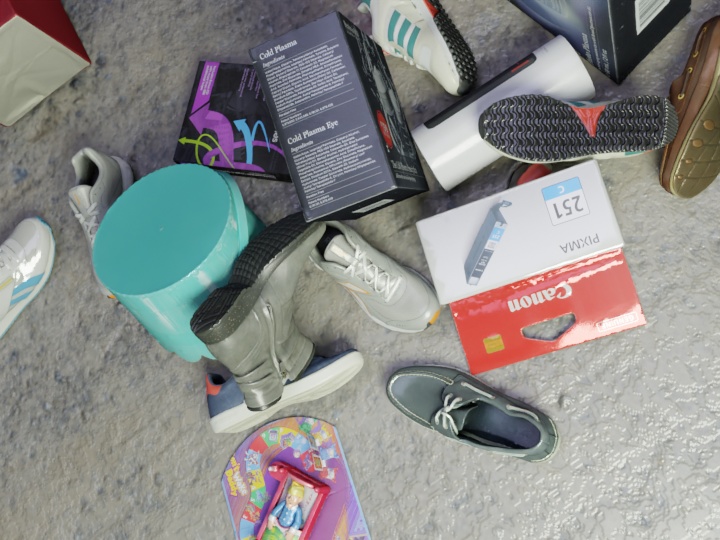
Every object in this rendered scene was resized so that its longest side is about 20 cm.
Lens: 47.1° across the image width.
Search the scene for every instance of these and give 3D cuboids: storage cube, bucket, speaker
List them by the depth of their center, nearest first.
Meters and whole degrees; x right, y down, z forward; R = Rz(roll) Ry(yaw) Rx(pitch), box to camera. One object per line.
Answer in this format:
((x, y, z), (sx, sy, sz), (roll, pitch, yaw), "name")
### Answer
((0.159, -0.175, 0.925), (0.199, 0.081, 0.082), (-32, 68, 11), "speaker")
((-0.196, -0.014, 0.955), (0.205, 0.135, 0.209), (-11, 55, 16), "bucket")
((-0.518, -0.341, 1.156), (0.170, 0.200, 0.181), (-33, 74, 8), "storage cube")

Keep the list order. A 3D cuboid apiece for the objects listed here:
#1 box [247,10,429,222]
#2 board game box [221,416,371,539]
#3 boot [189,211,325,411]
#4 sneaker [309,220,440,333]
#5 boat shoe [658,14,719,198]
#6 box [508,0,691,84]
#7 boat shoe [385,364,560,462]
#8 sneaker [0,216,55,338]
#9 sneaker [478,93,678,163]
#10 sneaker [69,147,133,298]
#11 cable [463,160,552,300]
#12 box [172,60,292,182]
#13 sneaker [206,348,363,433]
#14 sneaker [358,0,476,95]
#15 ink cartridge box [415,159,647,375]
((-0.015, -0.156, 0.894), (0.103, 0.200, 0.184), (-20, 90, 15), "box")
((-0.082, 0.265, 0.920), (0.157, 0.039, 0.202), (-24, 69, 13), "board game box")
((-0.086, 0.041, 0.885), (0.067, 0.131, 0.200), (7, 50, 45), "boot")
((0.000, 0.000, 0.931), (0.199, 0.092, 0.076), (34, 88, 23), "sneaker")
((0.359, -0.173, 0.866), (0.067, 0.072, 0.202), (24, 94, 57), "boat shoe")
((0.234, -0.334, 0.875), (0.123, 0.200, 0.199), (-45, 65, 4), "box")
((0.111, 0.146, 0.869), (0.198, 0.062, 0.074), (19, 86, 24), "boat shoe")
((-0.488, 0.014, 1.111), (0.076, 0.081, 0.201), (31, 87, 25), "sneaker")
((0.223, -0.143, 0.871), (0.197, 0.093, 0.071), (-1, 87, 6), "sneaker")
((-0.339, -0.064, 1.063), (0.075, 0.092, 0.202), (-18, 71, 15), "sneaker")
((0.157, -0.055, 0.910), (0.199, 0.050, 0.098), (-38, 68, 6), "cable")
((-0.135, -0.192, 1.061), (0.198, 0.036, 0.145), (9, 79, 20), "box")
((-0.094, 0.114, 0.946), (0.198, 0.075, 0.085), (-24, 71, 12), "sneaker")
((0.063, -0.275, 0.995), (0.093, 0.070, 0.201), (-37, 68, 27), "sneaker")
((0.178, 0.002, 0.865), (0.198, 0.045, 0.178), (-19, 86, 16), "ink cartridge box")
